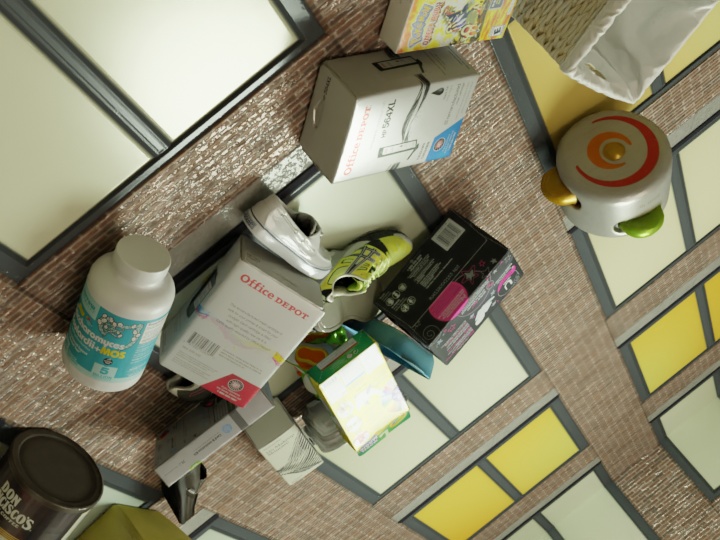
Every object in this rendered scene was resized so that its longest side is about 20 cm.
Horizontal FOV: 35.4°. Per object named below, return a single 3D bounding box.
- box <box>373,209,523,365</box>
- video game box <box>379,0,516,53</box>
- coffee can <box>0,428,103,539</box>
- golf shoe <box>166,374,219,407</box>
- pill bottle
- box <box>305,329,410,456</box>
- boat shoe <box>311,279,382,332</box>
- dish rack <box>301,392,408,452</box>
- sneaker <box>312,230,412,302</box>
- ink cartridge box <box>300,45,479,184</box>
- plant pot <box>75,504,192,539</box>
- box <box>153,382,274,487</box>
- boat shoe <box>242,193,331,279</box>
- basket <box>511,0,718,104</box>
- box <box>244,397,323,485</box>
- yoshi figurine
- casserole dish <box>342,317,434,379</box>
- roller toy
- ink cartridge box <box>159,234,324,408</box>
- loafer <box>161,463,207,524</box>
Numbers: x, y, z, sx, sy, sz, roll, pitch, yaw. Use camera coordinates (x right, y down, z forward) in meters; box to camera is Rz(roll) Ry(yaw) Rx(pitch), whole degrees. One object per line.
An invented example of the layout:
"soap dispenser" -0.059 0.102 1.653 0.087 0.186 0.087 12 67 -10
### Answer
"box" 0.143 0.028 1.818 0.200 0.132 0.115 -49 150 -4
"video game box" 0.130 -0.369 1.388 0.182 0.047 0.200 -14 142 -31
"coffee can" -0.481 0.346 1.605 0.200 0.146 0.146 -50 148 19
"golf shoe" -0.204 0.127 1.674 0.088 0.077 0.200 16 121 -47
"pill bottle" -0.303 0.051 1.432 0.111 0.111 0.200 -7 137 -41
"box" 0.003 0.200 1.793 0.117 0.048 0.200 -36 130 -13
"boat shoe" -0.034 0.055 1.766 0.200 0.060 0.074 -25 111 -54
"dish rack" -0.020 0.233 1.945 0.171 0.044 0.200 -33 -168 -10
"sneaker" 0.000 0.000 1.715 0.200 0.076 0.075 -22 144 -27
"ink cartridge box" 0.037 -0.206 1.468 0.200 0.084 0.146 -18 144 -32
"plant pot" -0.382 0.509 1.898 0.200 0.176 0.200 -42 149 9
"box" -0.227 0.233 1.735 0.200 0.041 0.156 -36 -167 -2
"boat shoe" -0.084 -0.047 1.567 0.065 0.074 0.200 -39 151 11
"basket" 0.335 -0.359 1.502 0.198 0.161 0.200 7 128 -50
"box" -0.136 0.303 1.985 0.082 0.068 0.200 -35 150 -5
"yoshi figurine" -0.047 0.158 1.851 0.112 0.112 0.200 -38 153 -13
"casserole dish" 0.047 0.116 1.827 0.121 0.200 0.039 37 83 -31
"roller toy" 0.406 -0.160 1.825 0.140 0.200 0.183 71 39 -58
"ink cartridge box" -0.166 0.073 1.574 0.147 0.086 0.200 34 108 -22
"loafer" -0.287 0.356 1.892 0.071 0.073 0.200 -22 146 -25
